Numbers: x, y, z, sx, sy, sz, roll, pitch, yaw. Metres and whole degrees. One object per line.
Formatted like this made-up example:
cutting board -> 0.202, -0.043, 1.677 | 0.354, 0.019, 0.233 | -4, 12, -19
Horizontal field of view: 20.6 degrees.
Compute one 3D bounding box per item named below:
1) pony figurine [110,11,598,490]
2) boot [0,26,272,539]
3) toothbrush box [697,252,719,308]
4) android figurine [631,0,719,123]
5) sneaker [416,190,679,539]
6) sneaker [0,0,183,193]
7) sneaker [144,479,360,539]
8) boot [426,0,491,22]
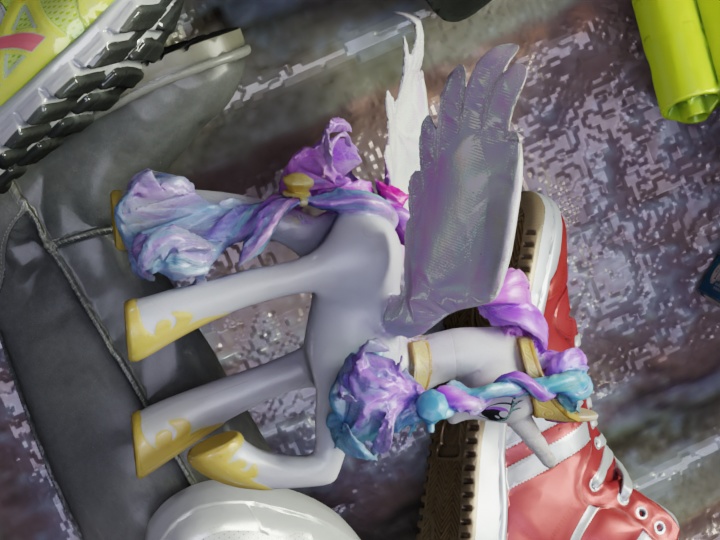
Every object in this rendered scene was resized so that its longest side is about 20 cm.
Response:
pony figurine -> 0.000, 0.000, 0.814 | 0.198, 0.167, 0.195 | -6, 106, -8
boot -> -0.087, 0.015, 0.877 | 0.181, 0.073, 0.201 | -28, 96, 11
toothbrush box -> 0.277, -0.031, 0.917 | 0.146, 0.085, 0.201 | 32, 93, -12
android figurine -> 0.208, -0.130, 0.863 | 0.181, 0.041, 0.202 | -17, 74, 22
sneaker -> 0.095, 0.070, 0.916 | 0.112, 0.071, 0.202 | 11, 87, -22
sneaker -> -0.157, -0.082, 0.794 | 0.200, 0.078, 0.091 | -38, 86, 12
sneaker -> -0.005, 0.174, 0.867 | 0.200, 0.116, 0.074 | 37, 103, -30
boot -> -0.001, -0.200, 0.837 | 0.069, 0.200, 0.175 | -38, 72, 22
